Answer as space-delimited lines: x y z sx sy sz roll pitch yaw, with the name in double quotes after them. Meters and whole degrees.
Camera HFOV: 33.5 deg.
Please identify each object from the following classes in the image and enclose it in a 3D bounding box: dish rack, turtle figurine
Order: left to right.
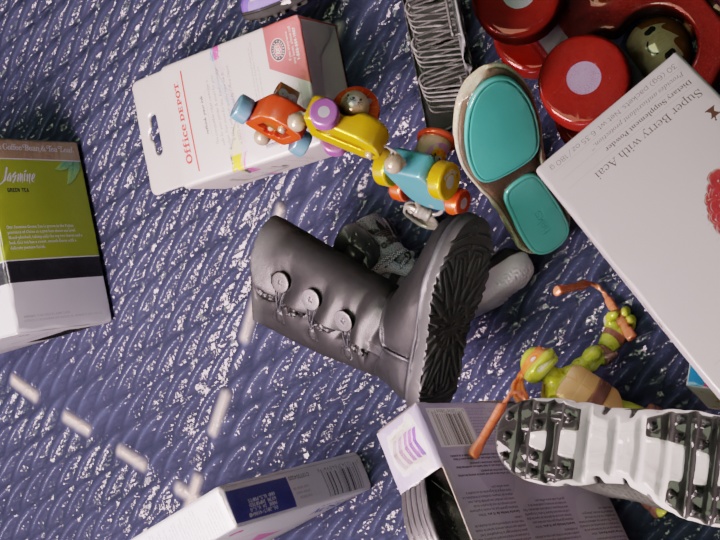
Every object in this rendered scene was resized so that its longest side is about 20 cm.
0.059 -0.193 0.914 0.054 0.200 0.155 -12 85 6 "dish rack"
0.171 0.111 0.889 0.161 0.200 0.065 38 141 7 "turtle figurine"

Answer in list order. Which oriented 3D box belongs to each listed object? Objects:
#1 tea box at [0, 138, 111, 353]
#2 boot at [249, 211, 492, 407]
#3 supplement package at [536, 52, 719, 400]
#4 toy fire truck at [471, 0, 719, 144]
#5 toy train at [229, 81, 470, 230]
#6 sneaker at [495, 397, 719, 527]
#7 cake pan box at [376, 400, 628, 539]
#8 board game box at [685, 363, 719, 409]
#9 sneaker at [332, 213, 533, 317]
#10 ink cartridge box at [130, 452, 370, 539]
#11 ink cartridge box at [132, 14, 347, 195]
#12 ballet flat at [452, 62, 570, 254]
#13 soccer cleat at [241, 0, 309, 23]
-0.388 -0.016 1.242 0.199 0.133 0.198 -16 84 33 "tea box"
0.000 0.001 0.953 0.199 0.065 0.166 29 114 38 "boot"
0.228 -0.014 0.761 0.121 0.120 0.201 -40 56 9 "supplement package"
0.189 -0.187 0.884 0.168 0.112 0.201 -37 73 9 "toy fire truck"
0.000 -0.105 0.965 0.199 0.150 0.056 28 79 -14 "toy train"
0.193 0.121 0.769 0.199 0.090 0.067 7 85 32 "sneaker"
0.117 0.186 0.868 0.052 0.199 0.185 -42 59 32 "cake pan box"
0.331 0.026 0.795 0.199 0.064 0.149 4 73 33 "board game box"
0.043 -0.002 0.997 0.199 0.075 0.115 -27 81 34 "sneaker"
-0.120 0.227 1.045 0.199 0.196 0.044 -35 73 29 "ink cartridge box"
-0.108 -0.144 1.094 0.199 0.067 0.118 -13 85 31 "ink cartridge box"
0.105 -0.087 0.897 0.067 0.200 0.063 -29 46 0 "ballet flat"
-0.038 -0.277 1.022 0.199 0.068 0.073 -20 108 41 "soccer cleat"
